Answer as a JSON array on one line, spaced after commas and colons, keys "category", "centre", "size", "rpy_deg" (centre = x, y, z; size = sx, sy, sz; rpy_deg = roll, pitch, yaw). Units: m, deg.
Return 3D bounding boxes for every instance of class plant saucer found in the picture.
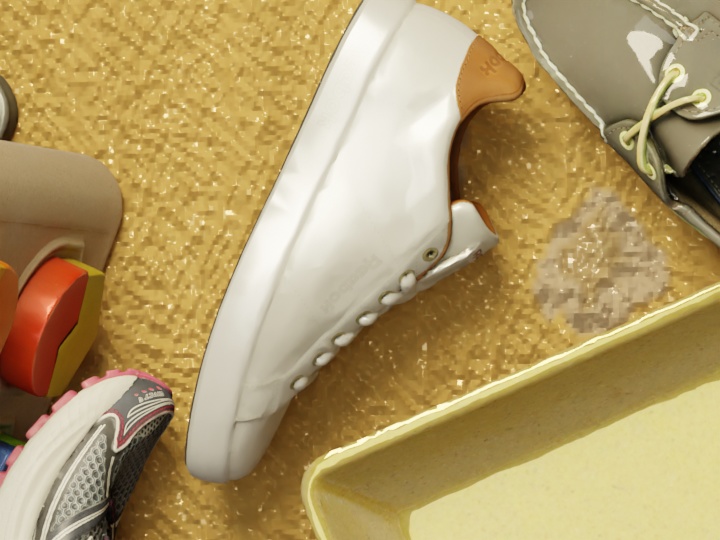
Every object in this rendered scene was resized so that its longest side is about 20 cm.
[{"category": "plant saucer", "centre": [0.106, 0.124, 0.987], "size": [0.199, 0.048, 0.201], "rpy_deg": [-23, 83, 1]}]

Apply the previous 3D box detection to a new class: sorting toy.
[{"category": "sorting toy", "centre": [-0.148, 0.052, 1.036], "size": [0.036, 0.185, 0.201], "rpy_deg": [18, 94, 16]}]

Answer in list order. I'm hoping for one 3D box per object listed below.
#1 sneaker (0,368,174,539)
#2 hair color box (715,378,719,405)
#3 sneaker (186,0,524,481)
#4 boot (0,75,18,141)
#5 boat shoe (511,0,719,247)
[{"category": "sneaker", "centre": [-0.114, 0.133, 1.061], "size": [0.074, 0.081, 0.201], "rpy_deg": [18, 73, 11]}, {"category": "hair color box", "centre": [0.125, 0.116, 1.051], "size": [0.100, 0.061, 0.200], "rpy_deg": [44, 97, 6]}, {"category": "sneaker", "centre": [0.000, 0.000, 1.058], "size": [0.084, 0.073, 0.201], "rpy_deg": [25, 99, 2]}, {"category": "boot", "centre": [-0.216, -0.099, 1.039], "size": [0.181, 0.200, 0.073], "rpy_deg": [30, 95, 8]}, {"category": "boat shoe", "centre": [0.135, -0.052, 1.034], "size": [0.201, 0.060, 0.072], "rpy_deg": [39, 120, 6]}]
